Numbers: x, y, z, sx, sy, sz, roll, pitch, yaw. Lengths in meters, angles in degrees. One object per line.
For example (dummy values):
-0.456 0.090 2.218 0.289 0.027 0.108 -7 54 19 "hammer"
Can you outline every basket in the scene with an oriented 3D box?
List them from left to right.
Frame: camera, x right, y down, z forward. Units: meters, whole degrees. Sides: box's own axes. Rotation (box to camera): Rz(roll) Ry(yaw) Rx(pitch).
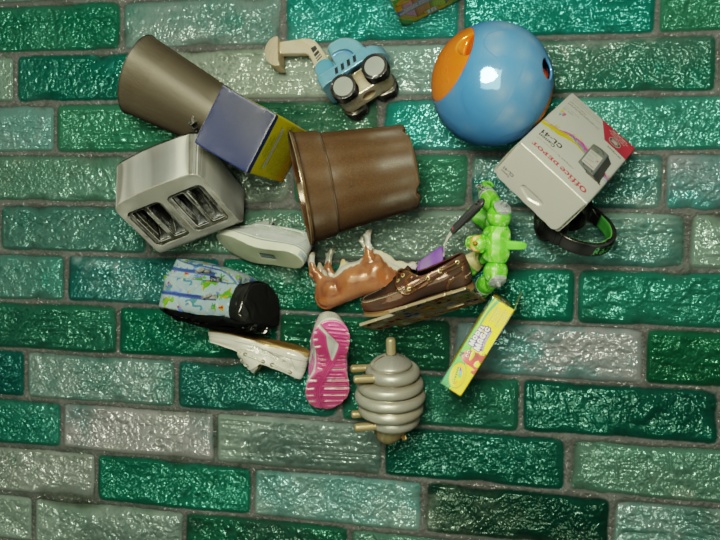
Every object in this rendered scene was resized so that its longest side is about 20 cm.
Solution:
-0.320 -0.312 1.356 0.200 0.180 0.136 28 64 1 "basket"

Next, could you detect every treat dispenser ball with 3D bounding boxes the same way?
0.217 -0.306 1.219 0.200 0.201 0.202 0 92 11 "treat dispenser ball"

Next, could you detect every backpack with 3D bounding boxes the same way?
-0.270 0.050 1.362 0.199 0.163 0.154 -7 82 18 "backpack"

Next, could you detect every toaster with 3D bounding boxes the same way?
-0.325 -0.142 1.327 0.180 0.200 0.119 -20 51 12 "toaster"

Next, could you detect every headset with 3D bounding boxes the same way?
0.340 -0.104 1.241 0.200 0.123 0.094 41 136 31 "headset"

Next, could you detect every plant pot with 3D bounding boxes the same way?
-0.010 -0.160 1.269 0.198 0.200 0.201 -12 89 -5 "plant pot"

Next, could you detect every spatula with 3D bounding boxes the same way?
0.155 -0.055 1.273 0.021 0.057 0.200 22 132 -15 "spatula"

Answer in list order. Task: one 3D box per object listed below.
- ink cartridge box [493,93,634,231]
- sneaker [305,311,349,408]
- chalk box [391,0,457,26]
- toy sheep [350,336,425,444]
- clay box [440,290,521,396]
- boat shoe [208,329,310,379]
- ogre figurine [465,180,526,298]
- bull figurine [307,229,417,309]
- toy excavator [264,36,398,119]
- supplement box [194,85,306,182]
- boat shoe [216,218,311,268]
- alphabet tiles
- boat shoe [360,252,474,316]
0.334 -0.179 1.203 0.148 0.200 0.086 44 141 5 "ink cartridge box"
-0.055 0.161 1.355 0.081 0.088 0.201 8 115 -5 "sneaker"
0.090 -0.515 1.237 0.124 0.200 0.125 -22 87 11 "chalk box"
0.050 0.215 1.307 0.137 0.138 0.201 4 109 11 "toy sheep"
0.211 0.114 1.278 0.048 0.115 0.200 31 97 10 "clay box"
-0.196 0.159 1.383 0.199 0.071 0.070 14 94 9 "boat shoe"
0.223 -0.050 1.264 0.098 0.120 0.200 21 92 -10 "ogre figurine"
0.000 0.000 1.343 0.200 0.065 0.122 -20 84 9 "bull figurine"
-0.054 -0.371 1.335 0.194 0.100 0.200 -30 73 9 "toy excavator"
-0.187 -0.235 1.301 0.109 0.200 0.110 30 97 8 "supplement box"
-0.174 -0.057 1.375 0.200 0.070 0.072 12 56 28 "boat shoe"
0.104 0.070 1.266 0.200 0.167 0.008 -19 76 17 "alphabet tiles"
0.092 0.022 1.263 0.199 0.070 0.070 -18 110 6 "boat shoe"
